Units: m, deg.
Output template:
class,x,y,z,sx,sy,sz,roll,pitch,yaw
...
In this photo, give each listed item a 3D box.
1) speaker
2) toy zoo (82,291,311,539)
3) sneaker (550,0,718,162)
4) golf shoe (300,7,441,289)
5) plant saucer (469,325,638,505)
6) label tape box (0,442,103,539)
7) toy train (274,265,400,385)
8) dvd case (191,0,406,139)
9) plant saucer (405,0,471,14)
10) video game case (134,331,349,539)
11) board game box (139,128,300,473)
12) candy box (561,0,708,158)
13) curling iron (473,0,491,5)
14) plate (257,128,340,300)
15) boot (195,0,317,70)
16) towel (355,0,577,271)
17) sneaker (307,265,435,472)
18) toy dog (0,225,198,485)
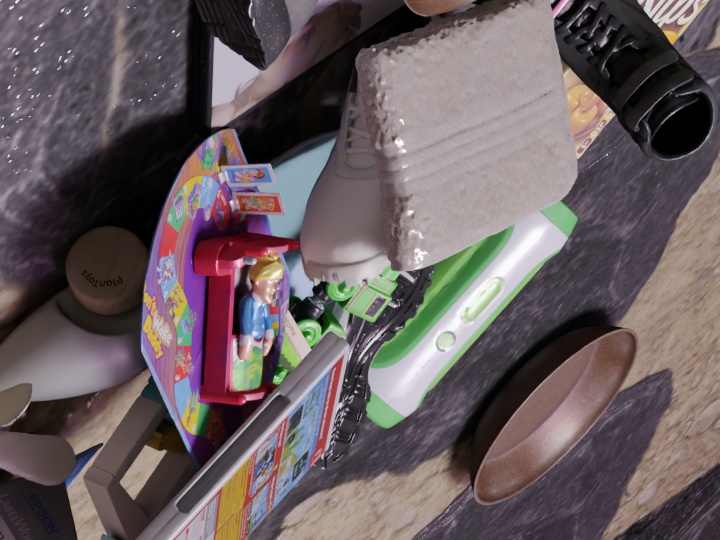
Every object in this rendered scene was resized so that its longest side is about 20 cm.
class,x,y,z,sx,sy,sz,roll,pitch,yaw
speaker,0.059,0.013,1.819,0.200,0.088,0.088,-48,158,3
toy zoo,-0.100,0.105,1.580,0.200,0.020,0.131,-57,147,-20
sneaker,0.160,-0.143,1.641,0.071,0.099,0.200,-44,128,8
golf shoe,0.006,-0.080,1.545,0.097,0.078,0.200,70,32,-42
plant saucer,0.159,0.116,2.250,0.200,0.037,0.201,-38,157,-19
label tape box,-0.242,0.193,1.587,0.200,0.063,0.144,-18,156,-48
toy train,0.000,0.000,1.674,0.056,0.042,0.200,26,109,-39
dvd case,-0.016,-0.169,1.473,0.200,0.018,0.143,-36,155,-25
plant saucer,0.079,-0.230,1.418,0.201,0.037,0.201,-53,155,-37
video game case,-0.080,0.138,1.541,0.200,0.017,0.143,-47,164,-26
board game box,-0.065,0.022,1.492,0.200,0.039,0.158,70,33,-47
candy box,0.172,-0.175,1.752,0.200,0.055,0.115,-50,157,11
curling iron,0.051,-0.183,1.508,0.050,0.026,0.200,-50,159,1
plate,-0.065,-0.016,1.635,0.200,0.026,0.200,-37,156,-20
boot,-0.034,-0.204,1.326,0.132,0.070,0.200,-45,159,-18
towel,0.064,-0.087,1.542,0.200,0.034,0.133,-25,107,-53
sneaker,-0.017,0.032,1.758,0.074,0.079,0.201,29,88,-49
toy dog,-0.173,0.073,1.494,0.200,0.096,0.132,-48,158,4
